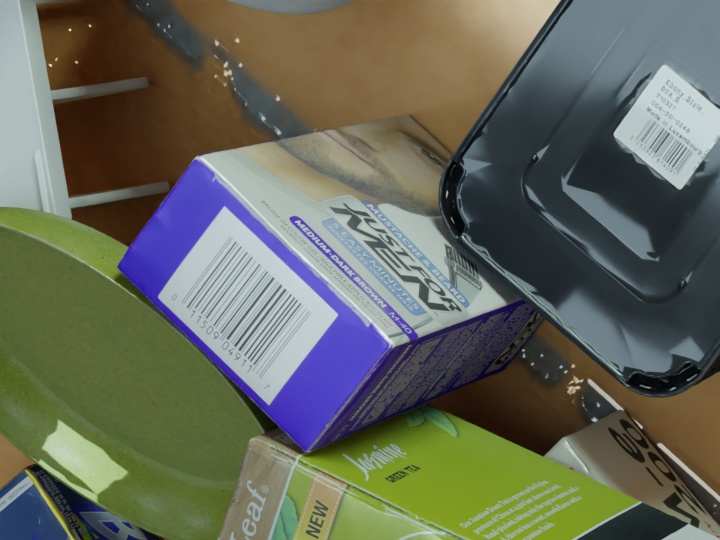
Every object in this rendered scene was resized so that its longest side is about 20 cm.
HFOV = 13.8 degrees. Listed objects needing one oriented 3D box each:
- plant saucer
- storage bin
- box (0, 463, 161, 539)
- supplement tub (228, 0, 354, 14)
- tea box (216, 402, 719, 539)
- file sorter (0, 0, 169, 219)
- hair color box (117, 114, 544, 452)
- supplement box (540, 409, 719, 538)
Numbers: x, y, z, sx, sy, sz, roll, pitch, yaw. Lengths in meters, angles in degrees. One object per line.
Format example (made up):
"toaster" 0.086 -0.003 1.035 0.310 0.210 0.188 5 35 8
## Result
"plant saucer" -0.105 0.040 1.242 0.199 0.031 0.200 28 150 18
"storage bin" 0.142 -0.065 1.196 0.135 0.094 0.200 41 111 14
"box" -0.104 0.182 1.362 0.070 0.064 0.200 -39 82 25
"supplement tub" -0.012 -0.215 1.182 0.144 0.144 0.200 46 139 12
"tea box" 0.036 0.181 1.177 0.196 0.133 0.201 23 106 21
"file sorter" -0.177 -0.117 1.317 0.138 0.124 0.201 -8 94 26
"hair color box" 0.000 0.000 1.211 0.109 0.200 0.065 44 111 13
"supplement box" 0.072 0.173 1.274 0.200 0.073 0.126 -44 79 24
